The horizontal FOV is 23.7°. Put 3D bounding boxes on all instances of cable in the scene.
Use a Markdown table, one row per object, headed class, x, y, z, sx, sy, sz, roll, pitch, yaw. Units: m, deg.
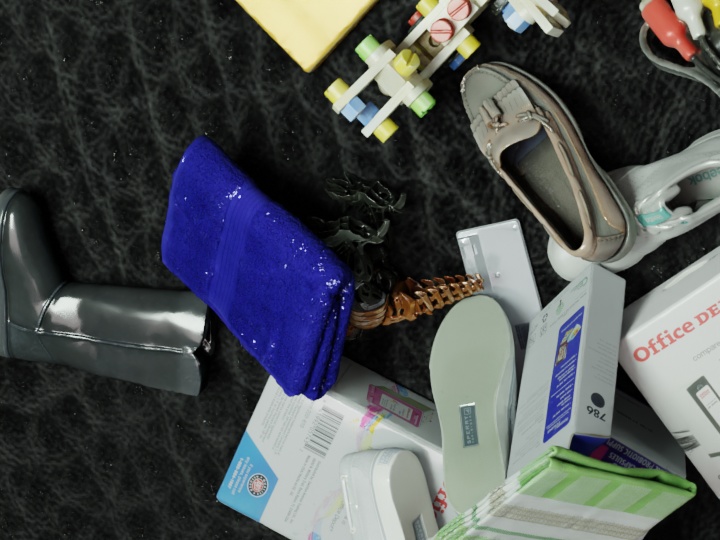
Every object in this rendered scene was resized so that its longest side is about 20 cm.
| class | x | y | z | sx | sy | sz | roll | pitch | yaw |
| --- | --- | --- | --- | --- | --- | --- | --- | --- | --- |
| cable | 0.264 | -0.153 | 1.290 | 0.097 | 0.050 | 0.201 | -38 | 55 | 30 |

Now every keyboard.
| class | x | y | z | sx | sy | sz | roll | pitch | yaw |
| --- | --- | --- | --- | --- | --- | --- | --- | --- | --- |
| keyboard | 0.132 | 0.057 | 1.456 | 0.056 | 0.011 | 0.201 | -13 | 103 | 14 |

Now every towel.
| class | x | y | z | sx | sy | sz | roll | pitch | yaw |
| --- | --- | --- | --- | --- | --- | --- | --- | --- | --- |
| towel | -0.090 | 0.002 | 1.403 | 0.200 | 0.049 | 0.148 | 41 | 140 | 29 |
| towel | 0.138 | 0.195 | 1.305 | 0.148 | 0.031 | 0.200 | 14 | 139 | -32 |

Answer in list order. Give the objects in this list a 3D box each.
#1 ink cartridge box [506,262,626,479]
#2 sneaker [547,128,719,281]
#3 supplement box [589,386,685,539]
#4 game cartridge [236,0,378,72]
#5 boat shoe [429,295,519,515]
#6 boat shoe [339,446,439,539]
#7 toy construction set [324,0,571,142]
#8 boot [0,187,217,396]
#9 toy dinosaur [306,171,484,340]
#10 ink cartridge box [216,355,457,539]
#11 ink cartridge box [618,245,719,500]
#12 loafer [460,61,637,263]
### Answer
| class | x | y | z | sx | sy | sz | roll | pitch | yaw |
| --- | --- | --- | --- | --- | --- | --- | --- | --- | --- |
| ink cartridge box | 0.160 | 0.098 | 1.346 | 0.039 | 0.201 | 0.099 | 27 | 139 | -14 |
| sneaker | 0.229 | -0.049 | 1.353 | 0.199 | 0.089 | 0.075 | -32 | 97 | 22 |
| supplement box | 0.176 | 0.203 | 1.433 | 0.101 | 0.103 | 0.201 | 29 | 113 | -2 |
| game cartridge | -0.036 | -0.292 | 1.388 | 0.176 | 0.032 | 0.200 | 46 | 110 | -1 |
| boat shoe | 0.099 | 0.121 | 1.409 | 0.070 | 0.072 | 0.202 | -9 | 59 | 17 |
| boat shoe | 0.025 | 0.241 | 1.422 | 0.068 | 0.072 | 0.201 | -1 | 115 | 36 |
| toy construction set | 0.070 | -0.186 | 1.332 | 0.199 | 0.131 | 0.092 | -30 | 95 | 22 |
| boot | -0.224 | 0.019 | 1.511 | 0.199 | 0.066 | 0.166 | 11 | 117 | 15 |
| toy dinosaur | 0.000 | 0.000 | 1.447 | 0.199 | 0.102 | 0.136 | -8 | 120 | -1 |
| ink cartridge box | -0.001 | 0.172 | 1.485 | 0.199 | 0.085 | 0.145 | 28 | 112 | 6 |
| ink cartridge box | 0.314 | 0.089 | 1.373 | 0.146 | 0.084 | 0.200 | -36 | 95 | 22 |
| loafer | 0.138 | -0.089 | 1.343 | 0.072 | 0.063 | 0.200 | -50 | 64 | 31 |
